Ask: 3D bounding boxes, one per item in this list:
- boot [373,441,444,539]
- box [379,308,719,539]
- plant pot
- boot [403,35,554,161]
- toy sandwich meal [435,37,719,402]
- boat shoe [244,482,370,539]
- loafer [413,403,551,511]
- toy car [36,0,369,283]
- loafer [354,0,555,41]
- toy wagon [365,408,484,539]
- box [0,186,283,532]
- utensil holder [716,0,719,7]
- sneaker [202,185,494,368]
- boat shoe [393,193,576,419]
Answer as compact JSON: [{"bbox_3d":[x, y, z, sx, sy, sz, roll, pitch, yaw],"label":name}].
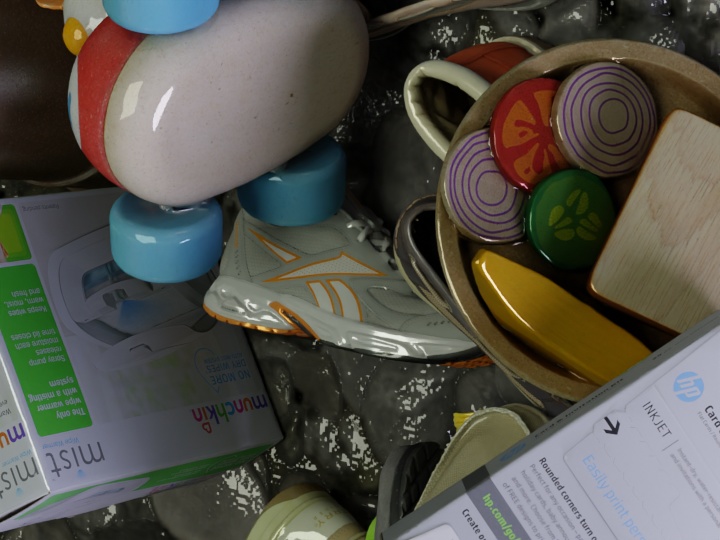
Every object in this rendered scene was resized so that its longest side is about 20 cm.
[{"bbox_3d":[-0.012,0.188,1.346,0.132,0.070,0.200,7,98,34],"label":"boot"},{"bbox_3d":[0.133,0.136,1.143,0.200,0.041,0.156,-34,96,2],"label":"box"},{"bbox_3d":[-0.224,-0.135,1.448,0.200,0.198,0.200,6,100,37],"label":"plant pot"},{"bbox_3d":[0.104,-0.041,1.257,0.200,0.107,0.075,47,118,22],"label":"boot"},{"bbox_3d":[0.137,-0.022,1.186,0.070,0.205,0.205,149,108,-79],"label":"toy sandwich meal"},{"bbox_3d":[-0.053,0.224,1.439,0.063,0.073,0.201,37,110,34],"label":"boat shoe"},{"bbox_3d":[0.046,0.154,1.246,0.076,0.068,0.200,8,68,39],"label":"loafer"},{"bbox_3d":[-0.116,-0.128,1.329,0.200,0.177,0.184,31,133,38],"label":"toy car"},{"bbox_3d":[0.021,-0.166,1.333,0.200,0.063,0.072,-3,93,39],"label":"loafer"},{"bbox_3d":[0.073,0.175,1.351,0.155,0.040,0.200,10,101,37],"label":"toy wagon"},{"bbox_3d":[-0.169,0.051,1.426,0.097,0.200,0.177,-29,77,37],"label":"box"},{"bbox_3d":[0.230,-0.169,1.100,0.170,0.170,0.200,-34,76,36],"label":"utensil holder"},{"bbox_3d":[0.000,0.000,1.369,0.200,0.076,0.092,12,90,31],"label":"sneaker"},{"bbox_3d":[0.095,0.032,1.264,0.200,0.073,0.075,34,93,12],"label":"boat shoe"}]
